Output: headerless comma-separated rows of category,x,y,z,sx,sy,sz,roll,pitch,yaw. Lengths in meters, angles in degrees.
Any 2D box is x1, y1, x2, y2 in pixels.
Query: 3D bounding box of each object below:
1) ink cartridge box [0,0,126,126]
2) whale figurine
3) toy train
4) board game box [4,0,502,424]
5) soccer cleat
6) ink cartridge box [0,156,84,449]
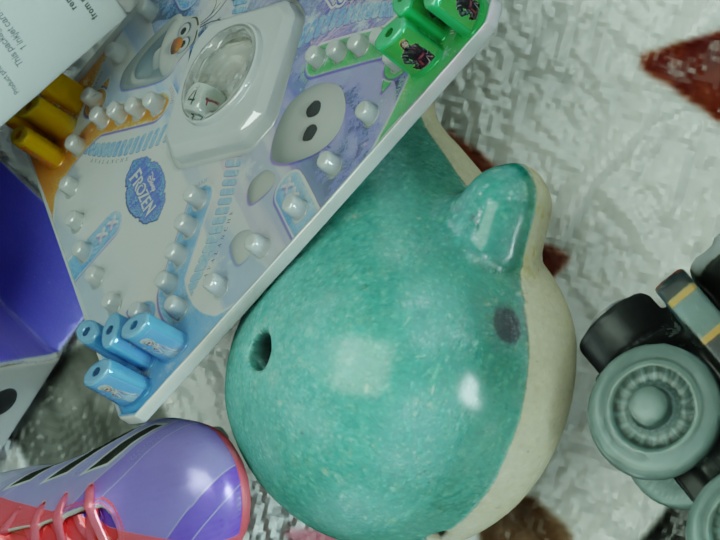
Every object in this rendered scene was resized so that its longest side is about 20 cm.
ink cartridge box,-0.215,-0.088,0.962,0.200,0.083,0.147,-42,47,-9
whale figurine,0.000,0.000,0.884,0.159,0.104,0.200,-33,59,46
toy train,0.162,0.070,0.818,0.114,0.085,0.200,-40,65,4
board game box,-0.052,-0.073,0.913,0.200,0.026,0.200,-48,35,15
soccer cleat,-0.116,0.098,0.921,0.200,0.076,0.067,-15,84,50
ink cartridge box,-0.225,0.019,1.040,0.198,0.043,0.200,40,102,25
